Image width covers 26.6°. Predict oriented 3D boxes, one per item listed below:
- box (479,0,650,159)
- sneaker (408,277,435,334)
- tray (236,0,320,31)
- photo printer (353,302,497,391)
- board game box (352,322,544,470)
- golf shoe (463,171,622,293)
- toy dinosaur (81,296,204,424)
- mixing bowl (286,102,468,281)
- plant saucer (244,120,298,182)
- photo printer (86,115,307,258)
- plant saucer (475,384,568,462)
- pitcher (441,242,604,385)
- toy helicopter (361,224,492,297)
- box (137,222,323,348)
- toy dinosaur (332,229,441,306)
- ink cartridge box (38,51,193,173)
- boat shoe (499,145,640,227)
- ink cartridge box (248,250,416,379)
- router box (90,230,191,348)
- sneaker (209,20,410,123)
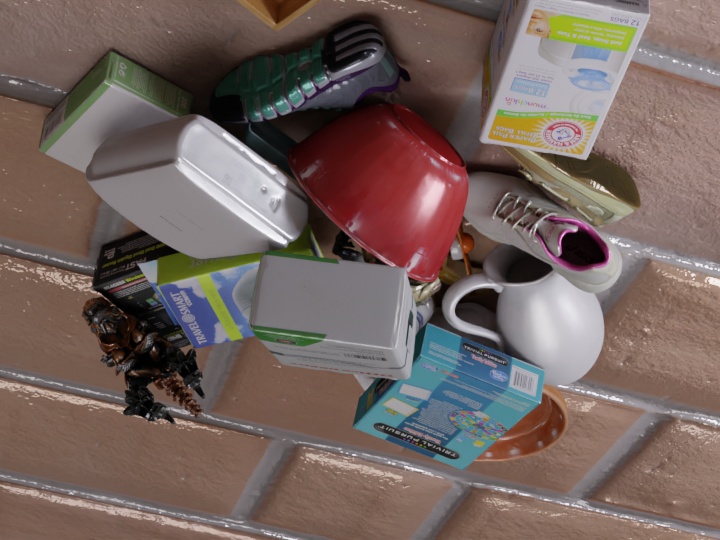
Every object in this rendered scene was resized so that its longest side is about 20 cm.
[{"bbox_3d":[0.184,-0.210,1.405,0.112,0.102,0.200,10,143,-5],"label":"box"},{"bbox_3d":[-0.013,0.061,1.783,0.199,0.088,0.076,-16,113,28],"label":"sneaker"},{"bbox_3d":[-0.041,-0.301,1.367,0.199,0.037,0.098,-29,131,36],"label":"tray"},{"bbox_3d":[0.099,0.113,1.873,0.199,0.070,0.167,-11,141,20],"label":"photo printer"},{"bbox_3d":[0.099,0.149,1.758,0.150,0.047,0.200,23,144,-12],"label":"board game box"},{"bbox_3d":[0.186,-0.050,1.592,0.199,0.076,0.092,29,177,9],"label":"golf shoe"},{"bbox_3d":[-0.243,0.106,1.784,0.199,0.136,0.103,24,100,-37],"label":"toy dinosaur"},{"bbox_3d":[0.036,-0.095,1.530,0.200,0.200,0.108,32,109,-32],"label":"mixing bowl"},{"bbox_3d":[-0.041,-0.093,1.569,0.199,0.070,0.019,35,108,-18],"label":"plant saucer"},{"bbox_3d":[-0.171,-0.078,1.519,0.166,0.070,0.199,37,155,-32],"label":"photo printer"},{"bbox_3d":[0.154,0.172,1.862,0.199,0.032,0.201,3,144,2],"label":"plant saucer"},{"bbox_3d":[0.185,0.050,1.720,0.171,0.122,0.201,-27,135,-2],"label":"pitcher"},{"bbox_3d":[0.090,-0.014,1.713,0.132,0.079,0.199,-22,149,34],"label":"toy helicopter"},{"bbox_3d":[-0.134,0.020,1.688,0.199,0.048,0.122,-13,138,10],"label":"box"},{"bbox_3d":[0.000,0.000,1.615,0.199,0.048,0.088,10,141,-13],"label":"toy dinosaur"},{"bbox_3d":[-0.217,-0.132,1.602,0.199,0.048,0.145,26,139,-29],"label":"ink cartridge box"},{"bbox_3d":[0.204,-0.102,1.575,0.200,0.074,0.063,24,135,-35],"label":"boat shoe"},{"bbox_3d":[-0.022,0.049,1.534,0.145,0.084,0.200,7,168,6],"label":"ink cartridge box"},{"bbox_3d":[-0.189,0.008,1.772,0.199,0.062,0.150,-19,138,28],"label":"router box"},{"bbox_3d":[-0.051,-0.174,1.509,0.199,0.075,0.088,-16,145,26],"label":"sneaker"}]
